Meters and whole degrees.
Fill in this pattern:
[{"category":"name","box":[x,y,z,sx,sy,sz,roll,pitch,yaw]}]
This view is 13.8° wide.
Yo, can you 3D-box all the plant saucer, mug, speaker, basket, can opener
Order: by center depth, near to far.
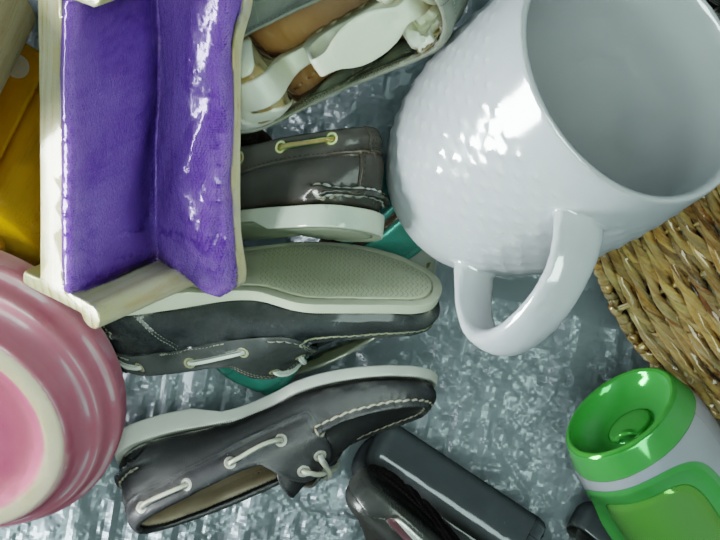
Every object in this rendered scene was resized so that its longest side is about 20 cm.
[{"category":"mug","box":[0.093,-0.050,1.582,0.147,0.175,0.201,21,59,-25]},{"category":"plant saucer","box":[-0.234,0.074,1.694,0.199,0.051,0.201,6,127,7]},{"category":"basket","box":[0.232,-0.014,1.717,0.142,0.149,0.200,-20,113,42]},{"category":"speaker","box":[0.198,0.152,1.725,0.088,0.089,0.200,-34,117,4]},{"category":"can opener","box":[0.093,0.144,1.770,0.200,0.053,0.067,34,65,-6]}]

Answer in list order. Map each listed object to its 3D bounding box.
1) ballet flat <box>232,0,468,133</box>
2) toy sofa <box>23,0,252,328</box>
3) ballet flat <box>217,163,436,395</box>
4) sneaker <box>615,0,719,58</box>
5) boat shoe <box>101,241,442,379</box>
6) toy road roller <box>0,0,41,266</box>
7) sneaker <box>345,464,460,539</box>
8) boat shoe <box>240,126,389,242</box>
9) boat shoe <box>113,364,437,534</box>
[{"category":"ballet flat","box":[-0.034,-0.116,1.595,0.199,0.064,0.068,-25,112,22]},{"category":"toy sofa","box":[-0.121,-0.073,1.589,0.097,0.083,0.201,24,124,36]},{"category":"ballet flat","box":[0.000,0.000,1.731,0.200,0.067,0.070,-41,113,8]},{"category":"sneaker","box":[0.217,-0.176,1.663,0.200,0.085,0.078,-33,100,-19]},{"category":"boat shoe","box":[-0.049,0.026,1.677,0.199,0.072,0.068,-2,118,12]},{"category":"toy road roller","box":[-0.208,-0.081,1.642,0.146,0.200,0.123,28,67,-12]},{"category":"sneaker","box":[0.024,0.206,1.723,0.115,0.076,0.200,-39,126,3]},{"category":"boat shoe","box":[-0.058,-0.050,1.673,0.071,0.201,0.061,11,84,-43]},{"category":"boat shoe","box":[-0.047,0.103,1.722,0.199,0.074,0.061,-14,68,9]}]
